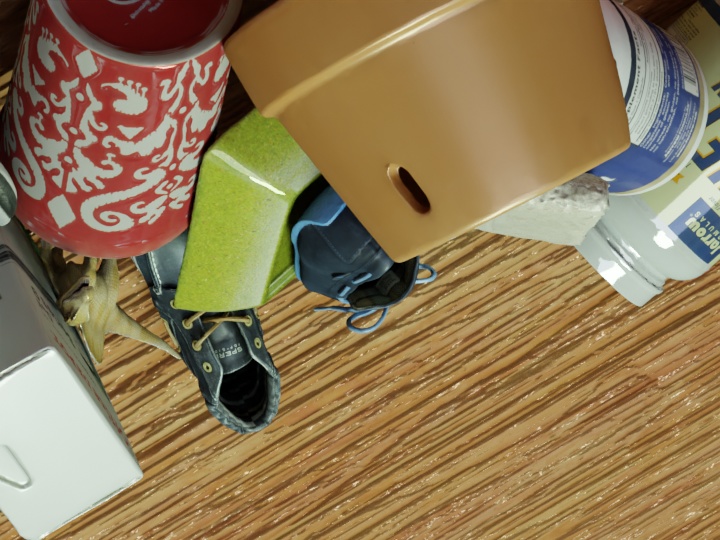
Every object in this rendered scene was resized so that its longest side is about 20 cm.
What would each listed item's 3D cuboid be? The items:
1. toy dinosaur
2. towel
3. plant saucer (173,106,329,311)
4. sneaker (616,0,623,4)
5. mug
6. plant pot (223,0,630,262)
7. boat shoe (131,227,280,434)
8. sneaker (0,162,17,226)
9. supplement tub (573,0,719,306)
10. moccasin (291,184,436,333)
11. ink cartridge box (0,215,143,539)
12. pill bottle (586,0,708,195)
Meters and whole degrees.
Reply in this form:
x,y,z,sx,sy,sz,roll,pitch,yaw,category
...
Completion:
x,y,z,sx,sy,sz,roll,pitch,yaw,category
-0.170,0.011,1.269,0.058,0.102,0.200,-15,169,6,toy dinosaur
0.081,-0.047,1.229,0.131,0.035,0.200,9,177,2,towel
-0.022,-0.065,1.248,0.200,0.048,0.200,-43,167,-27,plant saucer
0.083,-0.171,1.286,0.199,0.079,0.080,17,115,-42,sneaker
-0.133,-0.129,1.134,0.132,0.179,0.200,7,154,-10,mug
0.048,-0.096,1.034,0.199,0.141,0.200,-27,-179,1,plant pot
-0.100,0.022,1.359,0.070,0.091,0.201,-27,139,-5,boat shoe
-0.256,-0.111,1.113,0.075,0.116,0.201,-21,142,-4,sneaker
0.230,-0.086,1.407,0.200,0.145,0.145,-43,138,13,supplement tub
0.000,0.000,1.246,0.081,0.068,0.200,-49,170,2,moccasin
-0.220,0.041,1.221,0.084,0.200,0.146,-29,140,-3,ink cartridge box
0.124,-0.113,1.211,0.111,0.111,0.200,-46,153,17,pill bottle
